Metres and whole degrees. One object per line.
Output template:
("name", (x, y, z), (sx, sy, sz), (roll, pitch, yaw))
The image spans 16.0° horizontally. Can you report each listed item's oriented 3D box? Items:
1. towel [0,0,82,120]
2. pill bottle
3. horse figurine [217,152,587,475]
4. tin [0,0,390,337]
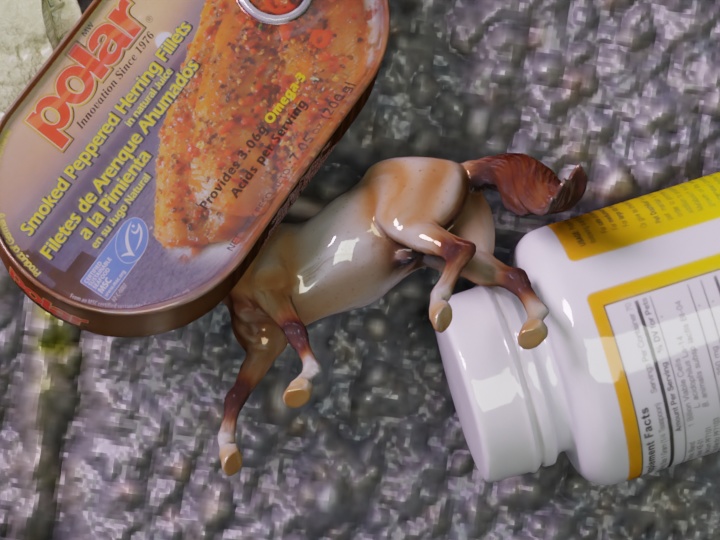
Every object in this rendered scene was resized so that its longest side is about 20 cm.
("towel", (-0.212, -0.098, 1.043), (0.199, 0.036, 0.149), (-19, 97, -5))
("pill bottle", (0.134, 0.020, 1.051), (0.199, 0.109, 0.110), (-17, 96, -4))
("horse figurine", (0.000, 0.000, 1.024), (0.199, 0.133, 0.050), (-25, 128, 9))
("tin", (-0.069, -0.063, 1.022), (0.112, 0.042, 0.200), (34, 68, 4))
